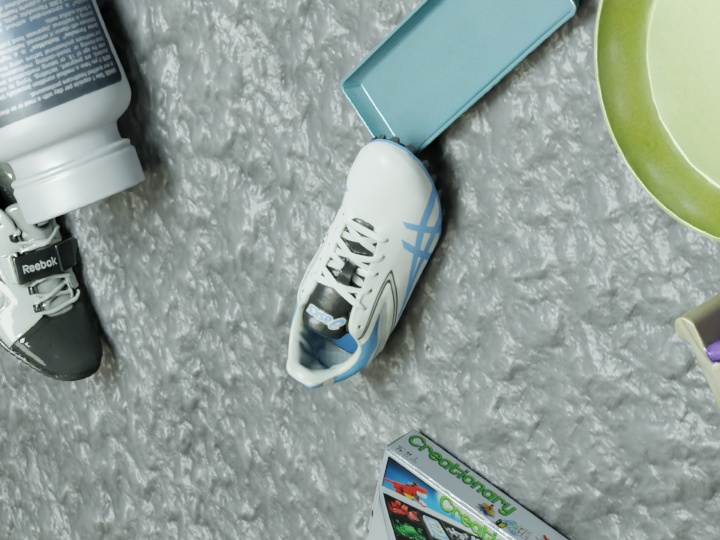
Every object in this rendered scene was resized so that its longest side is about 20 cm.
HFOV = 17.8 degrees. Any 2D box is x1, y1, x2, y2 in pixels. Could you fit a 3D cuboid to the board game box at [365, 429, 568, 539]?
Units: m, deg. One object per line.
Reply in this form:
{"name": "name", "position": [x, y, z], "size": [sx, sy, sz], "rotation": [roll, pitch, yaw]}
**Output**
{"name": "board game box", "position": [0.088, 0.211, 1.527], "size": [0.200, 0.035, 0.127], "rotation": [35, 132, 28]}

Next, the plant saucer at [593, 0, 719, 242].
{"name": "plant saucer", "position": [0.214, -0.113, 1.220], "size": [0.199, 0.031, 0.201], "rotation": [11, 107, 39]}

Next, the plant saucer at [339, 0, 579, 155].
{"name": "plant saucer", "position": [0.060, -0.136, 1.394], "size": [0.070, 0.019, 0.200], "rotation": [57, 137, 7]}

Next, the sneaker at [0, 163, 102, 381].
{"name": "sneaker", "position": [-0.253, -0.010, 1.728], "size": [0.200, 0.074, 0.089], "rotation": [55, 139, 9]}

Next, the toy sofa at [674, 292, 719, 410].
{"name": "toy sofa", "position": [0.263, 0.005, 1.212], "size": [0.200, 0.083, 0.098], "rotation": [-21, 96, 48]}

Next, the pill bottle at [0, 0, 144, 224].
{"name": "pill bottle", "position": [-0.228, -0.140, 1.602], "size": [0.119, 0.119, 0.201], "rotation": [-14, 99, 48]}

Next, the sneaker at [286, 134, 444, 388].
{"name": "sneaker", "position": [0.000, 0.000, 1.476], "size": [0.072, 0.073, 0.201], "rotation": [29, 133, 12]}
